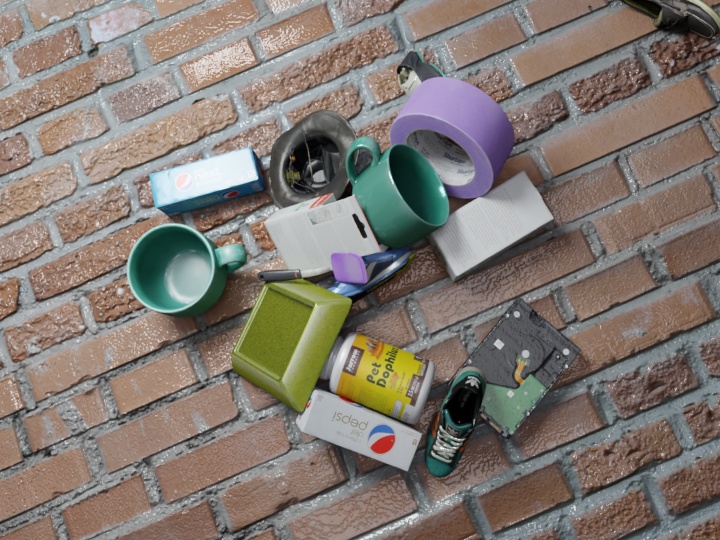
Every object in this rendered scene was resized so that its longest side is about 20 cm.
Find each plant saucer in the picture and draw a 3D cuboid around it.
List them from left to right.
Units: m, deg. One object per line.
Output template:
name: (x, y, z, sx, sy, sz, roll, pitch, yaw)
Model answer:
plant saucer: (-0.134, 0.106, 0.999, 0.198, 0.048, 0.202, 19, 81, 42)

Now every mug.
mug: (-0.299, 0.009, 1.037, 0.183, 0.114, 0.154, 18, 82, 6)
mug: (0.052, -0.130, 0.991, 0.114, 0.151, 0.187, -31, 85, 38)

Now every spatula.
spatula: (-0.085, 0.002, 1.002, 0.197, 0.021, 0.057, -6, 114, 13)

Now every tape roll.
tape roll: (0.153, -0.221, 1.001, 0.198, 0.200, 0.086, 30, 70, 8)

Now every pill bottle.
pill bottle: (0.020, 0.174, 0.998, 0.197, 0.109, 0.111, 19, 82, 7)

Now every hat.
hat: (-0.072, -0.184, 1.072, 0.198, 0.081, 0.204, -6, 78, 30)

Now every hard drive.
hard drive: (0.263, 0.168, 1.019, 0.139, 0.038, 0.201, 40, 85, 9)

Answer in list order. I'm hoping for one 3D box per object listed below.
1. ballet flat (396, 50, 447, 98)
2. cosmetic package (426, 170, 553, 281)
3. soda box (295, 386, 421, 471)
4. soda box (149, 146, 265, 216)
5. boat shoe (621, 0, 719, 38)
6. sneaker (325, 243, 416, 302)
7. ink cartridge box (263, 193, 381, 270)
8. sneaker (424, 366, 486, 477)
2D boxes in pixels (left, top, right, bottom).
ballet flat: (0.106, -0.339, 1.056, 0.072, 0.201, 0.074, -6, 124, -9)
cosmetic package: (0.226, -0.076, 1.044, 0.198, 0.071, 0.102, -30, 80, -1)
soda box: (-0.003, 0.261, 0.975, 0.198, 0.064, 0.069, 25, 83, -14)
soda box: (-0.283, -0.165, 1.097, 0.197, 0.064, 0.069, -15, 79, 1)
boat shoe: (0.569, -0.481, 1.093, 0.199, 0.073, 0.065, 38, 96, 12)
sneaker: (0.000, 0.000, 1.049, 0.199, 0.074, 0.083, -32, 81, -10)
ink cartridge box: (-0.059, -0.067, 1.004, 0.198, 0.050, 0.110, -13, 114, 33)
sneaker: (0.149, 0.258, 0.968, 0.071, 0.080, 0.203, 20, 103, 14)
